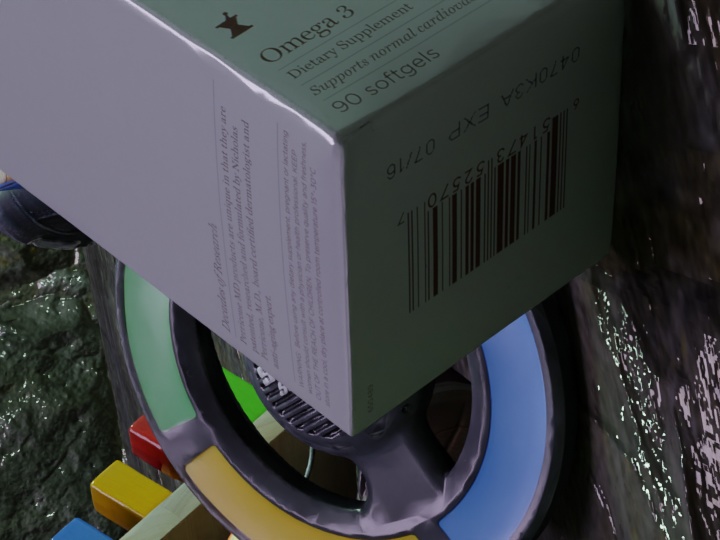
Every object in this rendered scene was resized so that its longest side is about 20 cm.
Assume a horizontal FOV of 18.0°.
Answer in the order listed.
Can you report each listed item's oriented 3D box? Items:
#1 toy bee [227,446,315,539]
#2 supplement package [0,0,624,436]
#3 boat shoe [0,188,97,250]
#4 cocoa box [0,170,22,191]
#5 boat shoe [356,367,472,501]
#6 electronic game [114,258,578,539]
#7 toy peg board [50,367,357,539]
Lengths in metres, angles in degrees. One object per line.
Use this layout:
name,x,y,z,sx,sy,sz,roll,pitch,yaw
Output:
toy bee,-0.035,0.156,1.144,0.131,0.109,0.200,-19,101,52
supplement package,-0.031,-0.067,0.702,0.200,0.117,0.118,35,145,33
boat shoe,-0.131,-0.042,1.073,0.072,0.068,0.200,53,-172,-3
cocoa box,-0.085,-0.145,0.929,0.131,0.133,0.201,-13,87,51
boat shoe,0.032,0.124,0.934,0.065,0.072,0.201,-110,16,-59
electronic game,-0.010,0.031,0.836,0.200,0.042,0.201,16,119,31
toy peg board,-0.101,0.162,1.251,0.098,0.199,0.200,27,140,30
